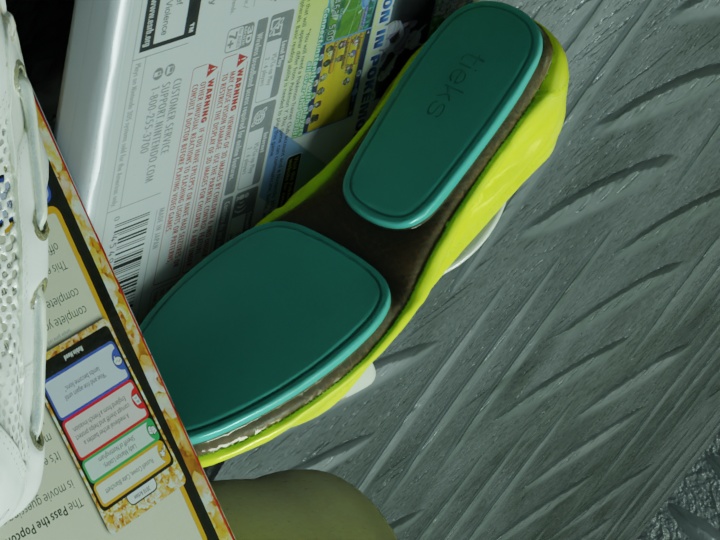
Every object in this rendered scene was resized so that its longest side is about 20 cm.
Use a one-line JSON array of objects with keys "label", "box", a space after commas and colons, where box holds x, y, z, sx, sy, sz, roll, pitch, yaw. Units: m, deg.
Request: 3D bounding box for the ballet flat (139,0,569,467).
[{"label": "ballet flat", "box": [0.000, 0.000, 0.827, 0.200, 0.067, 0.067, -48, 152, -18]}]

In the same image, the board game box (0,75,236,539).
[{"label": "board game box", "box": [-0.122, 0.038, 0.709, 0.046, 0.201, 0.151, -22, -177, 38]}]

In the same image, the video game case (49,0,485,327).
[{"label": "video game case", "box": [-0.025, -0.062, 0.815, 0.182, 0.022, 0.201, -24, 137, -44]}]

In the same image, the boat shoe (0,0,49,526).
[{"label": "boat shoe", "box": [-0.113, -0.030, 0.655, 0.069, 0.070, 0.201, -10, 99, -66]}]

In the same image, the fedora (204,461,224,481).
[{"label": "fedora", "box": [-0.130, 0.056, 0.921, 0.200, 0.092, 0.201, -39, 156, -21]}]

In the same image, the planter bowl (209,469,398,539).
[{"label": "planter bowl", "box": [-0.075, 0.166, 0.864, 0.134, 0.201, 0.201, 4, 135, -28]}]
